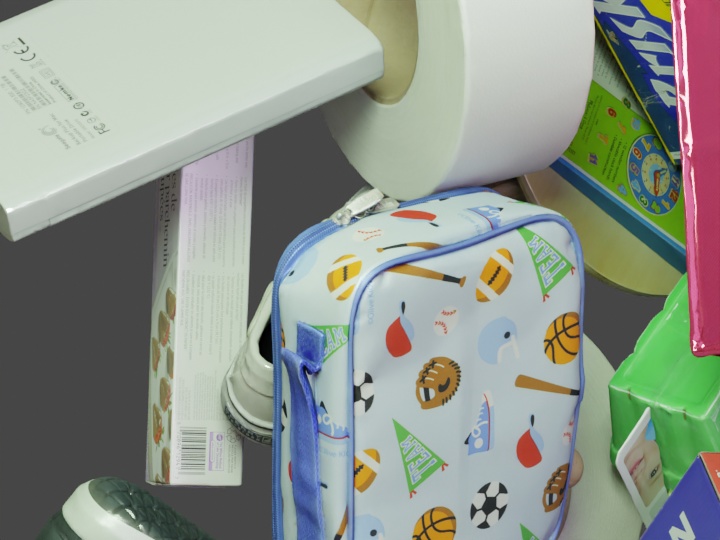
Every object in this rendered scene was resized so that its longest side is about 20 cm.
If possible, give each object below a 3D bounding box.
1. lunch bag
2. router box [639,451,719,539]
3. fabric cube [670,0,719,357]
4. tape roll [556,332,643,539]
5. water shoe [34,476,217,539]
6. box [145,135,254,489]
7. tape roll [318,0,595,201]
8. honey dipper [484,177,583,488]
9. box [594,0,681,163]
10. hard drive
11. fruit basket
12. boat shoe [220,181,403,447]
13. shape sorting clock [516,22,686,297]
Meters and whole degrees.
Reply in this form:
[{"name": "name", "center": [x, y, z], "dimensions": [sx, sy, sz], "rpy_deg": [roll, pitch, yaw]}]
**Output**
[{"name": "lunch bag", "center": [0.026, 0.059, 1.163], "dimensions": [0.160, 0.075, 0.201], "rpy_deg": [-17, 116, -35]}, {"name": "router box", "center": [0.211, 0.174, 1.270], "dimensions": [0.179, 0.200, 0.049], "rpy_deg": [4, 45, -26]}, {"name": "fabric cube", "center": [0.283, -0.062, 1.165], "dimensions": [0.199, 0.196, 0.201], "rpy_deg": [4, 82, -43]}, {"name": "tape roll", "center": [0.053, 0.110, 1.289], "dimensions": [0.202, 0.037, 0.203], "rpy_deg": [1, 87, -24]}, {"name": "water shoe", "center": [-0.079, 0.180, 1.225], "dimensions": [0.200, 0.072, 0.079], "rpy_deg": [40, 101, -18]}, {"name": "box", "center": [-0.079, 0.007, 1.236], "dimensions": [0.041, 0.039, 0.201], "rpy_deg": [2, 87, -24]}, {"name": "tape roll", "center": [0.033, -0.138, 1.203], "dimensions": [0.071, 0.202, 0.203], "rpy_deg": [-14, 93, -23]}, {"name": "honey dipper", "center": [0.089, 0.015, 1.269], "dimensions": [0.038, 0.038, 0.200], "rpy_deg": [0, 65, -23]}, {"name": "box", "center": [0.153, -0.154, 1.247], "dimensions": [0.064, 0.070, 0.200], "rpy_deg": [-46, 115, -35]}, {"name": "hard drive", "center": [-0.107, -0.094, 1.188], "dimensions": [0.200, 0.132, 0.026], "rpy_deg": [-25, 136, -22]}, {"name": "fruit basket", "center": [0.214, 0.086, 1.307], "dimensions": [0.185, 0.094, 0.200], "rpy_deg": [-52, 132, -22]}, {"name": "boat shoe", "center": [0.000, 0.000, 1.227], "dimensions": [0.072, 0.066, 0.200], "rpy_deg": [36, 54, 13]}, {"name": "shape sorting clock", "center": [0.146, -0.084, 1.319], "dimensions": [0.200, 0.039, 0.201], "rpy_deg": [10, 73, -34]}]
